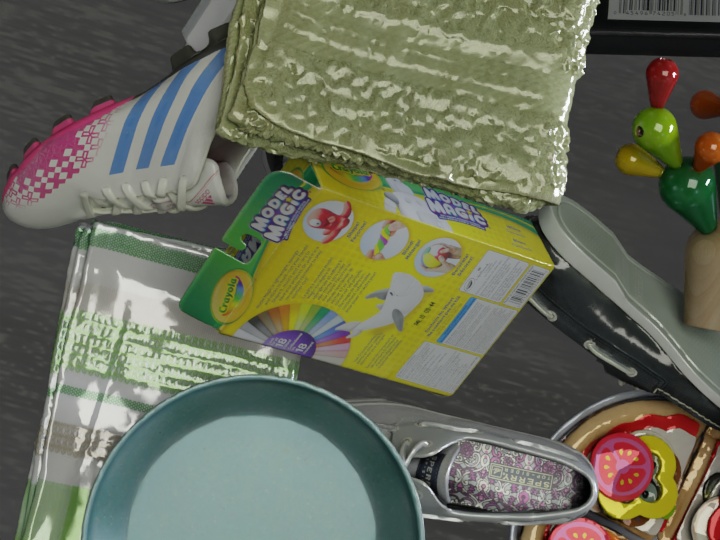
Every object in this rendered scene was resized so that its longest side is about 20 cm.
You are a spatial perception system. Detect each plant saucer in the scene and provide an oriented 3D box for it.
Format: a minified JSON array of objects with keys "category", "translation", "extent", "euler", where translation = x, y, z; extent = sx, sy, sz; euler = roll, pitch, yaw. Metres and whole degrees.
[{"category":"plant saucer","translation":[-0.063,0.159,1.158],"extent":[0.198,0.036,0.202],"euler":[0,93,-6]}]

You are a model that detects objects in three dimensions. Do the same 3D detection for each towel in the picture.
[{"category":"towel","translation":[-0.116,0.080,1.183],"extent":[0.148,0.031,0.202],"euler":[12,85,-5]},{"category":"towel","translation":[0.026,-0.119,1.090],"extent":[0.199,0.036,0.149],"euler":[13,79,-4]}]

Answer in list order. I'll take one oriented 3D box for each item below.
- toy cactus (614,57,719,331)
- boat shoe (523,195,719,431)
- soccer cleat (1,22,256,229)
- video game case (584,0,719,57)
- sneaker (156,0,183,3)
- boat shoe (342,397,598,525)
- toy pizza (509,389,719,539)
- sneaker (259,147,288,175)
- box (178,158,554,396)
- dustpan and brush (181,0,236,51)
[{"category":"toy cactus","translation":[0.219,-0.047,1.221],"extent":[0.200,0.102,0.166],"euler":[9,92,-56]},{"category":"boat shoe","translation":[0.169,0.036,1.244],"extent":[0.200,0.076,0.060],"euler":[44,119,-11]},{"category":"soccer cleat","translation":[-0.120,-0.061,1.133],"extent":[0.199,0.070,0.087],"euler":[-31,73,20]},{"category":"video game case","translation":[0.135,-0.211,1.195],"extent":[0.198,0.026,0.182],"euler":[2,63,9]},{"category":"sneaker","translation":[-0.083,-0.255,1.188],"extent":[0.075,0.076,0.201],"euler":[26,83,-12]},{"category":"boat shoe","translation":[0.047,0.122,1.199],"extent":[0.199,0.069,0.073],"euler":[14,85,-2]},{"category":"toy pizza","translation":[0.191,0.175,1.256],"extent":[0.199,0.032,0.202],"euler":[1,88,-13]},{"category":"sneaker","translation":[-0.013,-0.134,1.199],"extent":[0.073,0.080,0.202],"euler":[11,87,-14]},{"category":"box","translation":[0.000,0.000,1.151],"extent":[0.199,0.049,0.118],"euler":[17,123,-35]},{"category":"dustpan and brush","translation":[0.004,-0.128,1.137],"extent":[0.199,0.057,0.140],"euler":[35,104,1]}]
